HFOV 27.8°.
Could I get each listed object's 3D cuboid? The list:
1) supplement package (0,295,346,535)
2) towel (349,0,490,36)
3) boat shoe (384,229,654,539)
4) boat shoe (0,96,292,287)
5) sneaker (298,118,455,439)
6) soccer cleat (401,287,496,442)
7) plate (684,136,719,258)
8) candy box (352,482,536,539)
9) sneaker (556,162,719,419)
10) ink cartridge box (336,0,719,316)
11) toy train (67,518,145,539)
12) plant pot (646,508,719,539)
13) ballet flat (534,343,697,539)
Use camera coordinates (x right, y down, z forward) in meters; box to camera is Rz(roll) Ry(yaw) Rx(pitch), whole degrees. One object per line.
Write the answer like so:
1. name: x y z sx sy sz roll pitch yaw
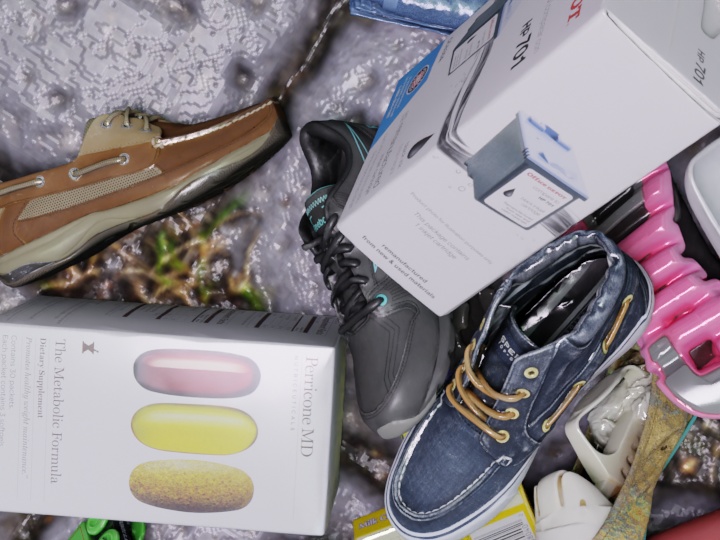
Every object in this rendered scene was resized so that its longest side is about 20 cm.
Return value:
1. supplement package: -0.111 0.082 0.861 0.198 0.110 0.115 3 97 3
2. towel: 0.099 -0.183 0.845 0.199 0.049 0.112 12 89 1
3. boat shoe: 0.073 0.061 0.777 0.071 0.091 0.200 42 93 26
4. boat shoe: -0.140 -0.060 0.866 0.199 0.076 0.074 -25 91 5
5. sneaker: 0.000 0.000 0.817 0.079 0.201 0.075 20 139 -32
6. soccer cleat: 0.048 0.093 0.886 0.083 0.065 0.202 9 109 41
7. plate: 0.267 -0.006 0.813 0.032 0.200 0.200 -25 97 49
8. candy box: 0.079 0.211 0.870 0.102 0.026 0.201 -21 117 8
9. sneaker: 0.178 -0.002 0.852 0.079 0.095 0.201 -31 69 21
10. ink cartridge box: 0.094 -0.090 0.756 0.086 0.147 0.200 38 132 -15
11. toy train: -0.138 0.208 0.844 0.042 0.200 0.056 35 101 -31
12. plant pot: 0.232 0.216 0.823 0.176 0.200 0.202 -13 96 16
13. ballet flat: 0.135 0.120 0.826 0.070 0.071 0.200 34 56 -1
